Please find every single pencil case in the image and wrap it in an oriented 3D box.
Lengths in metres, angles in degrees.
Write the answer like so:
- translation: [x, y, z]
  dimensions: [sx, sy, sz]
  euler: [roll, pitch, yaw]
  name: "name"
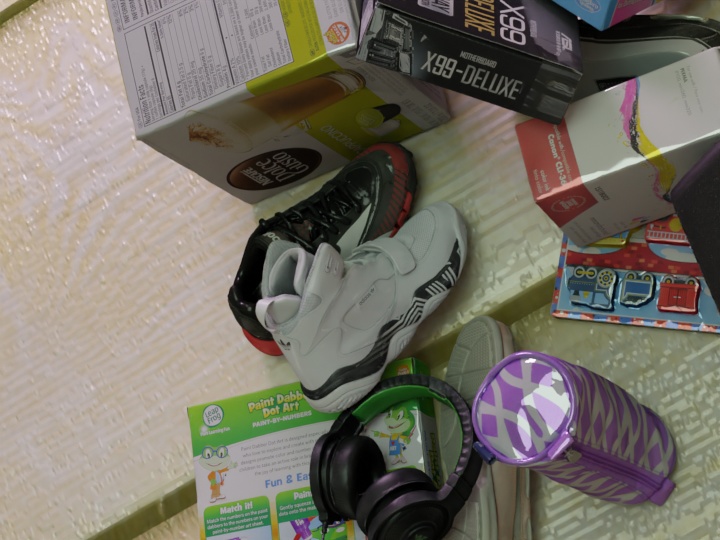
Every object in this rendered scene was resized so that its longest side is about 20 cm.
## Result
- translation: [0.155, 0.114, 1.438]
  dimensions: [0.085, 0.200, 0.084]
  euler: [37, 98, 32]
  name: "pencil case"

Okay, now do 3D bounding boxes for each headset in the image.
- translation: [0.015, 0.174, 1.513]
  dimensions: [0.123, 0.094, 0.201]
  euler: [28, 75, 39]
  name: "headset"

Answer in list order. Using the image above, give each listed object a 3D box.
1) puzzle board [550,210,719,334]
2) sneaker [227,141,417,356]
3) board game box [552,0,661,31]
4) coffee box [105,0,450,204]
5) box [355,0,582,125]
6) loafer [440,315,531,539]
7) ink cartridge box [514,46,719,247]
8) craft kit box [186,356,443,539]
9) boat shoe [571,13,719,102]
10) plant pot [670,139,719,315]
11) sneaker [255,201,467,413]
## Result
- translation: [0.248, -0.030, 1.536]
  dimensions: [0.198, 0.017, 0.152]
  euler: [5, 78, 24]
  name: "puzzle board"
- translation: [-0.033, -0.024, 1.609]
  dimensions: [0.071, 0.098, 0.201]
  euler: [42, 93, 28]
  name: "sneaker"
- translation: [0.186, -0.259, 1.535]
  dimensions: [0.153, 0.199, 0.041]
  euler: [35, 132, 26]
  name: "board game box"
- translation: [-0.071, -0.197, 1.614]
  dimensions: [0.196, 0.199, 0.202]
  euler: [-21, 69, 17]
  name: "coffee box"
- translation: [0.080, -0.198, 1.503]
  dimensions: [0.156, 0.201, 0.050]
  euler: [18, 124, -8]
  name: "box"
- translation: [0.100, 0.137, 1.538]
  dimensions: [0.072, 0.062, 0.202]
  euler: [-19, 62, 53]
  name: "loafer"
- translation: [0.227, -0.094, 1.489]
  dimensions: [0.199, 0.116, 0.068]
  euler: [-21, 67, 17]
  name: "ink cartridge box"
- translation: [-0.032, 0.184, 1.584]
  dimensions: [0.198, 0.048, 0.199]
  euler: [-13, 74, 20]
  name: "craft kit box"
- translation: [0.191, -0.163, 1.574]
  dimensions: [0.198, 0.071, 0.064]
  euler: [4, 45, 32]
  name: "boat shoe"
- translation: [0.330, -0.024, 1.398]
  dimensions: [0.176, 0.200, 0.201]
  euler: [-28, 72, 20]
  name: "plant pot"
- translation: [0.000, 0.000, 1.549]
  dimensions: [0.075, 0.115, 0.200]
  euler: [5, 51, 50]
  name: "sneaker"
